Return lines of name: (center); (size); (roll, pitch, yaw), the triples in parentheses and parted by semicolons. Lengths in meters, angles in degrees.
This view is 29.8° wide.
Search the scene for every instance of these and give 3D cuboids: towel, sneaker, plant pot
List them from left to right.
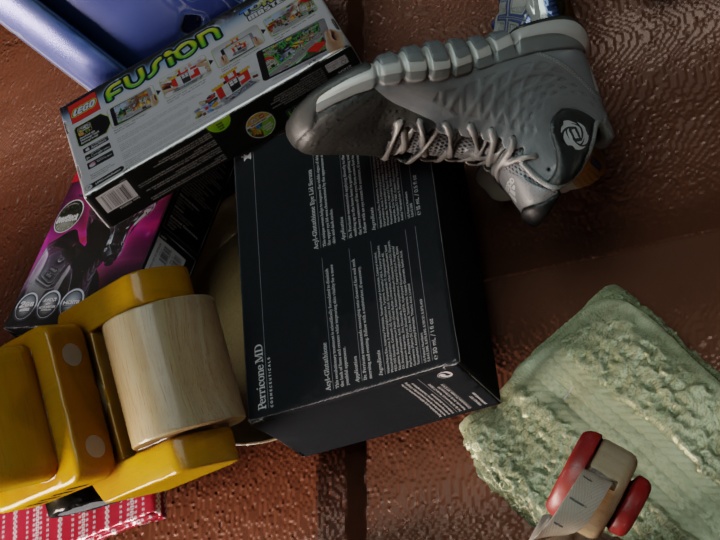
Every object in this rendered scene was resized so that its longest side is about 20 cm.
towel: (-0.218, 0.138, 0.967); (0.200, 0.022, 0.145); (-24, 57, 25)
plant pot: (-0.179, -0.237, 1.007); (0.180, 0.200, 0.200); (-48, 27, 8)
plant pot: (-0.061, 0.029, 0.945); (0.200, 0.027, 0.200); (-12, 62, 23)
sneaker: (0.064, -0.074, 0.795); (0.200, 0.075, 0.116); (-18, 79, -16)
sneaker: (0.102, -0.140, 0.907); (0.088, 0.075, 0.200); (-16, 59, 22)
towel: (0.160, 0.110, 0.777); (0.148, 0.036, 0.200); (-47, 54, 2)

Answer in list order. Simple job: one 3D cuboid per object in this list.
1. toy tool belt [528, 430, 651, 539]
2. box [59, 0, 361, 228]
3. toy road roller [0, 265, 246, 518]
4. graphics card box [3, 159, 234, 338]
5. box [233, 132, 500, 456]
toy tool belt: (0.130, 0.185, 0.681); (0.123, 0.125, 0.200); (27, 121, 13)
box: (-0.103, -0.120, 0.918); (0.200, 0.035, 0.110); (-29, 44, 3)
toy road roller: (-0.182, 0.085, 0.822); (0.200, 0.146, 0.123); (-26, 76, 40)
graphics card box: (-0.169, -0.032, 0.992); (0.125, 0.051, 0.200); (-3, 57, 37)
box: (0.000, 0.000, 0.861); (0.141, 0.079, 0.200); (-16, 59, 19)
